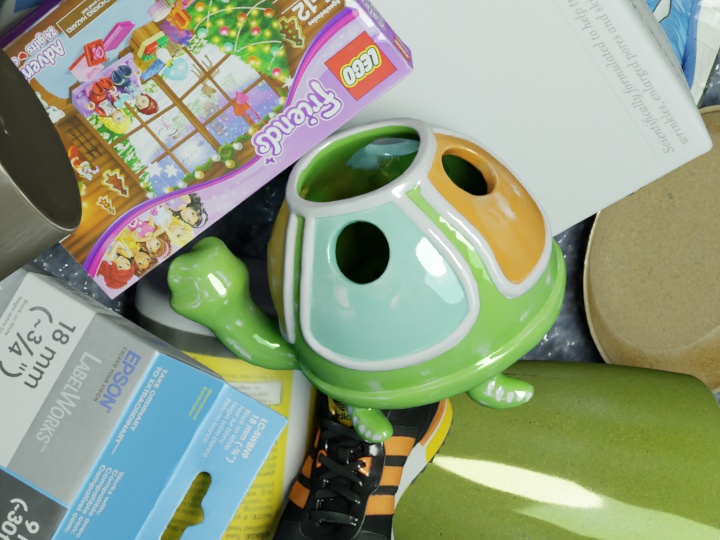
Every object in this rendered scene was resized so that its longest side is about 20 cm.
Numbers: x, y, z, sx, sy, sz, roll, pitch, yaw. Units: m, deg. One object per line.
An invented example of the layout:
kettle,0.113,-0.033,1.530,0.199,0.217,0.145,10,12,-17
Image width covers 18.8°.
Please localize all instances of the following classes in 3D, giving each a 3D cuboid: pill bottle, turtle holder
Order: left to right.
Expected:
pill bottle,-0.077,0.102,1.238,0.114,0.114,0.200,-4,108,-30
turtle holder,0.008,-0.007,1.113,0.141,0.185,0.132,-53,132,-30

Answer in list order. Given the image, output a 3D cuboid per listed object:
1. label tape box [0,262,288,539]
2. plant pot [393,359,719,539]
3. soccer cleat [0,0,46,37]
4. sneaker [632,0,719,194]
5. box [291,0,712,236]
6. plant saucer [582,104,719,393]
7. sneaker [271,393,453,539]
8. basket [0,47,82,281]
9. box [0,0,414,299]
label tape box,-0.161,0.088,1.142,0.200,0.063,0.144,29,89,9
plant pot,0.091,0.128,1.328,0.200,0.187,0.187,17,97,-19
soccer cleat,-0.164,-0.125,1.146,0.200,0.086,0.070,-50,153,18
sneaker,0.174,-0.139,1.336,0.089,0.079,0.200,21,77,2
box,0.053,-0.119,1.189,0.200,0.131,0.199,-29,124,15
plant saucer,0.218,-0.015,1.428,0.200,0.035,0.201,-11,111,-29
sneaker,-0.008,0.103,1.174,0.200,0.070,0.090,-62,149,-43
basket,-0.244,-0.021,1.028,0.200,0.136,0.180,-27,153,10
box,-0.092,-0.097,1.084,0.200,0.039,0.137,-37,109,14
